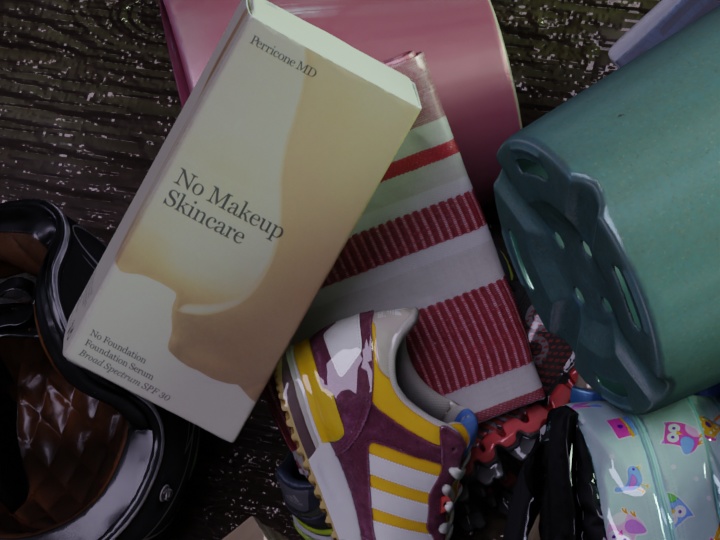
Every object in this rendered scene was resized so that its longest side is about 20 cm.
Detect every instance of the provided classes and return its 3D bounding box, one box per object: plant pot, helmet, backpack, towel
[{"bbox_3d":[0.183,-0.038,1.274,0.195,0.201,0.201,-26,61,-16],"label":"plant pot"},{"bbox_3d":[-0.181,0.079,1.466,0.199,0.191,0.200,-22,29,13],"label":"helmet"},{"bbox_3d":[0.145,0.161,1.304,0.126,0.167,0.201,-3,74,-16],"label":"backpack"},{"bbox_3d":[-0.007,-0.087,1.486,0.178,0.200,0.201,-13,64,-5],"label":"plant pot"},{"bbox_3d":[0.000,0.000,1.383,0.143,0.023,0.201,-20,104,5],"label":"towel"}]

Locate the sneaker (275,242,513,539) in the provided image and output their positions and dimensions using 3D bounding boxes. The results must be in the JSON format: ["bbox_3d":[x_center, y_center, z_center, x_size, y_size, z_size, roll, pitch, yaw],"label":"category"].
[{"bbox_3d":[0.021,0.064,1.464,0.074,0.081,0.201,26,79,25],"label":"sneaker"}]

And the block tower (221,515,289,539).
[{"bbox_3d":[-0.028,0.186,1.365,0.058,0.200,0.054,-38,63,6],"label":"block tower"}]

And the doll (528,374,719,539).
[{"bbox_3d":[0.167,0.089,1.394,0.200,0.048,0.137,-42,101,3],"label":"doll"}]

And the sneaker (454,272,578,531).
[{"bbox_3d":[0.097,0.057,1.448,0.200,0.071,0.098,-42,63,-4],"label":"sneaker"}]

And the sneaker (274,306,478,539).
[{"bbox_3d":[0.029,0.118,1.364,0.090,0.075,0.201,-22,104,8],"label":"sneaker"}]

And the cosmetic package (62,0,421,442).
[{"bbox_3d":[-0.061,-0.027,1.325,0.105,0.071,0.201,26,103,-10],"label":"cosmetic package"}]

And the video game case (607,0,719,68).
[{"bbox_3d":[0.256,-0.109,1.384,0.182,0.023,0.200,47,128,-1],"label":"video game case"}]
